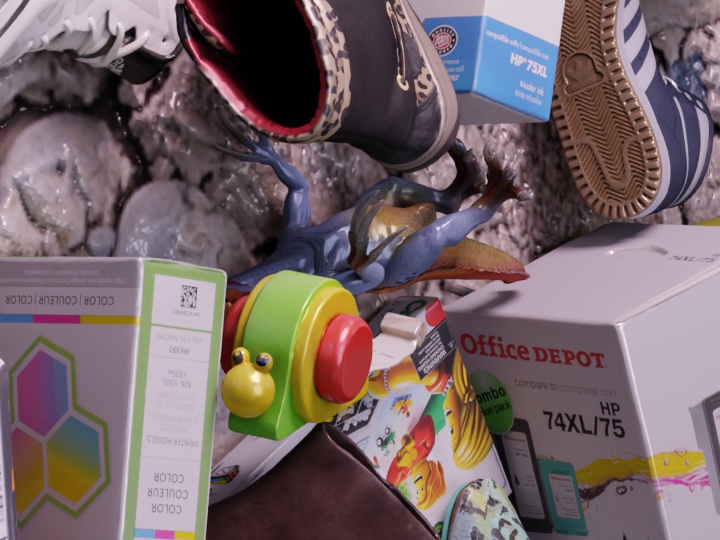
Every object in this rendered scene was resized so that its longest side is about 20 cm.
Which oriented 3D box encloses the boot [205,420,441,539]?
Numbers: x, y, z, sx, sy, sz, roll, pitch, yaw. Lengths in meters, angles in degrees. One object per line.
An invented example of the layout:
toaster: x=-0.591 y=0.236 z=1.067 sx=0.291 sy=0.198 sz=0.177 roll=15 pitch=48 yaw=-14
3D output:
boot: x=-0.023 y=0.186 z=1.430 sx=0.166 sy=0.072 sz=0.200 roll=-37 pitch=117 yaw=5

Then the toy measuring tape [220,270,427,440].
toy measuring tape: x=-0.014 y=0.027 z=1.414 sx=0.200 sy=0.073 sz=0.074 roll=-28 pitch=111 yaw=-61

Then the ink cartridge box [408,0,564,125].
ink cartridge box: x=0.049 y=-0.180 z=1.529 sx=0.067 sy=0.116 sz=0.202 roll=17 pitch=79 yaw=-46

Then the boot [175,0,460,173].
boot: x=-0.038 y=-0.136 z=1.394 sx=0.201 sy=0.073 sz=0.150 roll=62 pitch=21 yaw=10

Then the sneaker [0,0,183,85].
sneaker: x=-0.135 y=-0.113 z=1.358 sx=0.116 sy=0.075 sz=0.201 roll=55 pitch=51 yaw=-30

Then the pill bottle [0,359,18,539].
pill bottle: x=-0.199 y=0.139 z=1.268 sx=0.106 sy=0.106 sz=0.202 roll=-7 pitch=96 yaw=-47

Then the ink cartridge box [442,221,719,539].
ink cartridge box: x=0.161 y=0.091 z=1.622 sx=0.146 sy=0.146 sz=0.201 roll=-25 pitch=108 yaw=-36

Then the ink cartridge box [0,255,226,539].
ink cartridge box: x=-0.123 y=0.095 z=1.352 sx=0.059 sy=0.103 sz=0.202 roll=8 pitch=85 yaw=-47

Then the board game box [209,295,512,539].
board game box: x=-0.005 y=0.119 z=1.531 sx=0.200 sy=0.034 sz=0.127 roll=-42 pitch=121 yaw=-39

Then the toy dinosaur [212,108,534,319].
toy dinosaur: x=0.000 y=0.000 z=1.492 sx=0.181 sy=0.105 sz=0.201 roll=-36 pitch=127 yaw=-12

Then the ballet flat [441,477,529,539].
ballet flat: x=0.080 y=0.210 z=1.574 sx=0.074 sy=0.074 sz=0.201 roll=-20 pitch=118 yaw=-45

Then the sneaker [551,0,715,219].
sneaker: x=0.145 y=-0.126 z=1.673 sx=0.108 sy=0.070 sz=0.201 roll=0 pitch=75 yaw=-63

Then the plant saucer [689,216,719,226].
plant saucer: x=0.251 y=0.060 z=1.674 sx=0.048 sy=0.199 sz=0.201 roll=-13 pitch=88 yaw=-36
